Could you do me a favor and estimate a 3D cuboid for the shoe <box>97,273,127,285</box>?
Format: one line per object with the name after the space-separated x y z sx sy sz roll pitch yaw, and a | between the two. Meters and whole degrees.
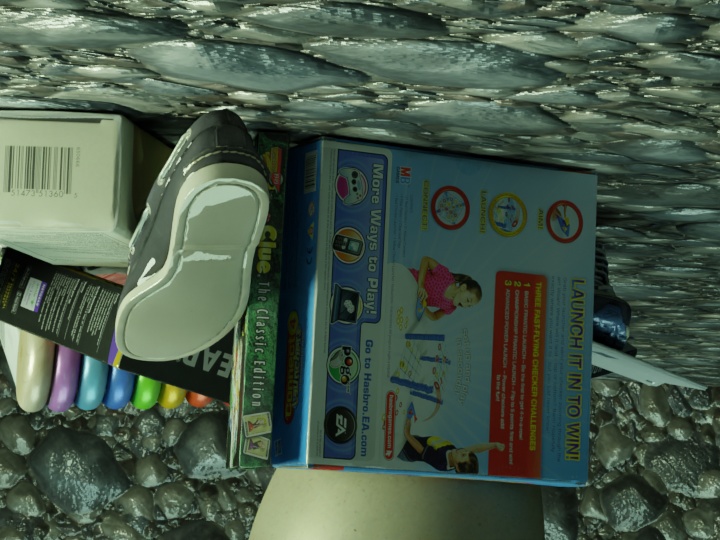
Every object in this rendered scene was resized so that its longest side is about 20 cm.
-0.136 0.014 1.863 0.199 0.072 0.091 -3 -143 -25 | shoe

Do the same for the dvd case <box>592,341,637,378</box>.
0.108 0.043 1.940 0.150 0.025 0.200 36 -154 28 | dvd case

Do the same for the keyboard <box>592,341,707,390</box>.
0.170 0.058 1.785 0.056 0.011 0.200 1 166 46 | keyboard

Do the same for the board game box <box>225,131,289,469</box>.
-0.064 0.021 1.520 0.023 0.201 0.105 4 175 -5 | board game box

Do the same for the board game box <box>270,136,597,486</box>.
0.048 0.029 1.536 0.195 0.201 0.056 7 172 -26 | board game box

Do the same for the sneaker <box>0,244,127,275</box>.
-0.189 -0.026 1.783 0.199 0.074 0.081 7 178 -13 | sneaker

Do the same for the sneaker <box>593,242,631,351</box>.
0.148 0.006 1.834 0.077 0.085 0.200 17 180 -19 | sneaker

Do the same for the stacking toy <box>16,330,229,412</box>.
-0.159 0.072 1.888 0.199 0.086 0.085 5 174 -13 | stacking toy

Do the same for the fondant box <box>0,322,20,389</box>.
-0.189 0.038 2.008 0.199 0.058 0.144 -5 -150 -16 | fondant box

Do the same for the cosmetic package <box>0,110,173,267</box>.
-0.171 -0.047 1.539 0.105 0.071 0.200 2 174 9 | cosmetic package

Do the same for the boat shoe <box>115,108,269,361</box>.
-0.099 -0.017 1.457 0.072 0.063 0.200 4 144 -18 | boat shoe

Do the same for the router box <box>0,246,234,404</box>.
-0.133 0.048 1.697 0.157 0.052 0.200 18 177 45 | router box

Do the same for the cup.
0.037 0.132 1.645 0.200 0.144 0.200 12 -179 0 | cup
